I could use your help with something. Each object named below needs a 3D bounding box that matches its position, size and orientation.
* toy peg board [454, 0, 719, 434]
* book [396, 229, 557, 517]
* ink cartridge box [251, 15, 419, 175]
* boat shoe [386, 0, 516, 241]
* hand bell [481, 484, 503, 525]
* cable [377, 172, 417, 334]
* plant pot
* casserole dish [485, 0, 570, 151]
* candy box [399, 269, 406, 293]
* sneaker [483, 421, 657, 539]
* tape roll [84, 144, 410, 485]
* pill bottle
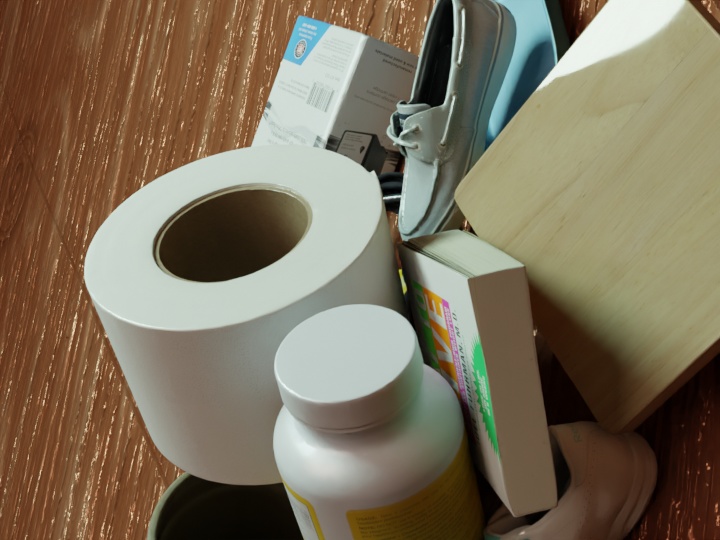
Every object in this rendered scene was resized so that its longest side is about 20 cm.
[{"bbox_3d":[0.190,-0.041,0.702,0.200,0.098,0.199,-52,53,32],"label":"toy peg board"},{"bbox_3d":[0.072,0.052,0.703,0.200,0.048,0.134,-137,36,-80],"label":"book"},{"bbox_3d":[-0.032,-0.121,1.071,0.146,0.086,0.200,35,107,58],"label":"ink cartridge box"},{"bbox_3d":[0.055,-0.113,0.872,0.070,0.071,0.201,18,92,60],"label":"boat shoe"},{"bbox_3d":[0.071,0.213,0.774,0.104,0.104,0.200,12,75,59],"label":"hand bell"},{"bbox_3d":[0.000,0.000,0.922,0.163,0.051,0.200,16,62,37],"label":"cable"},{"bbox_3d":[-0.077,0.270,0.891,0.200,0.200,0.174,-115,34,-47],"label":"plant pot"},{"bbox_3d":[0.116,-0.168,0.906,0.121,0.039,0.200,-42,44,41],"label":"casserole dish"},{"bbox_3d":[-0.038,0.058,0.948,0.200,0.026,0.102,-12,48,21],"label":"candy box"},{"bbox_3d":[0.107,0.185,0.709,0.075,0.088,0.200,22,95,57],"label":"sneaker"},{"bbox_3d":[-0.070,0.026,0.786,0.203,0.202,0.139,-125,17,-52],"label":"tape roll"},{"bbox_3d":[0.012,0.122,0.688,0.112,0.112,0.200,-124,16,-52],"label":"pill bottle"}]
